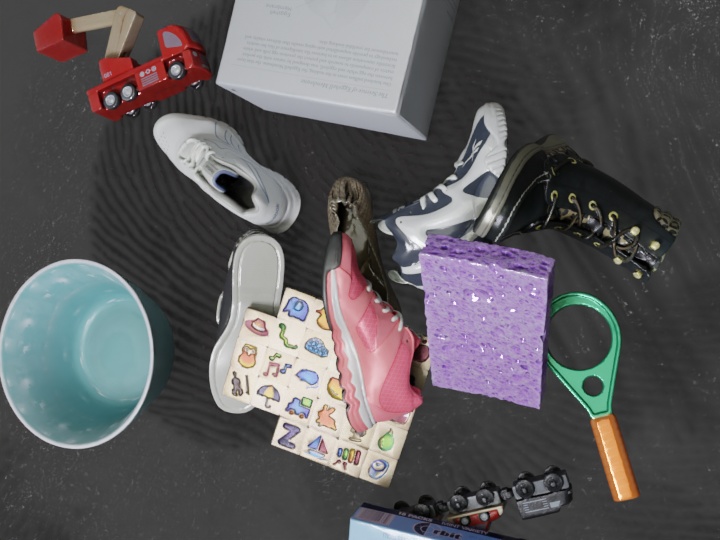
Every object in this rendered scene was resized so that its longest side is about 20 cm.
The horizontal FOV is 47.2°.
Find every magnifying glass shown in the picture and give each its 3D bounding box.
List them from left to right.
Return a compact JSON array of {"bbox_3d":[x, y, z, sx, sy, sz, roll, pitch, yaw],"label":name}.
[{"bbox_3d":[0.226,0.118,0.790,0.079,0.022,0.201,-18,79,17],"label":"magnifying glass"}]

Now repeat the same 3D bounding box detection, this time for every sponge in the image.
[{"bbox_3d":[0.115,0.052,0.750,0.111,0.200,0.030,12,51,19],"label":"sponge"}]

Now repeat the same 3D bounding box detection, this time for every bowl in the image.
[{"bbox_3d":[-0.289,0.091,0.922,0.200,0.105,0.202,-1,85,19],"label":"bowl"}]

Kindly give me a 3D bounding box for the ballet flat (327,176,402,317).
[{"bbox_3d":[0.000,0.000,0.857,0.067,0.046,0.201,-10,86,17],"label":"ballet flat"}]

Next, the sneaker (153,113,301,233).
[{"bbox_3d":[-0.154,-0.116,0.898,0.200,0.087,0.075,35,100,19],"label":"sneaker"}]

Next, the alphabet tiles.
[{"bbox_3d":[-0.039,0.116,0.852,0.199,0.008,0.168,19,101,6],"label":"alphabet tiles"}]

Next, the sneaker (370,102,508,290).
[{"bbox_3d":[0.076,-0.071,0.819,0.129,0.079,0.200,8,99,11],"label":"sneaker"}]

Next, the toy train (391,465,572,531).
[{"bbox_3d":[0.112,0.237,0.814,0.199,0.034,0.046,-18,91,18],"label":"toy train"}]

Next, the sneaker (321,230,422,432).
[{"bbox_3d":[0.013,0.054,0.805,0.086,0.074,0.201,-11,103,0],"label":"sneaker"}]

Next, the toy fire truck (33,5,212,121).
[{"bbox_3d":[-0.280,-0.256,0.969,0.199,0.049,0.142,-19,80,17],"label":"toy fire truck"}]

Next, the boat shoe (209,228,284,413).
[{"bbox_3d":[-0.123,0.053,0.891,0.074,0.060,0.201,4,103,-12],"label":"boat shoe"}]

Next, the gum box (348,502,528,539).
[{"bbox_3d":[0.067,0.344,0.798,0.169,0.045,0.201,8,101,19],"label":"gum box"}]

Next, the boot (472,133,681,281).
[{"bbox_3d":[0.196,-0.046,0.722,0.153,0.203,0.074,35,123,13],"label":"boot"}]

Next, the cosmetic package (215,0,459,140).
[{"bbox_3d":[-0.015,-0.256,0.839,0.199,0.123,0.201,14,90,19],"label":"cosmetic package"}]
